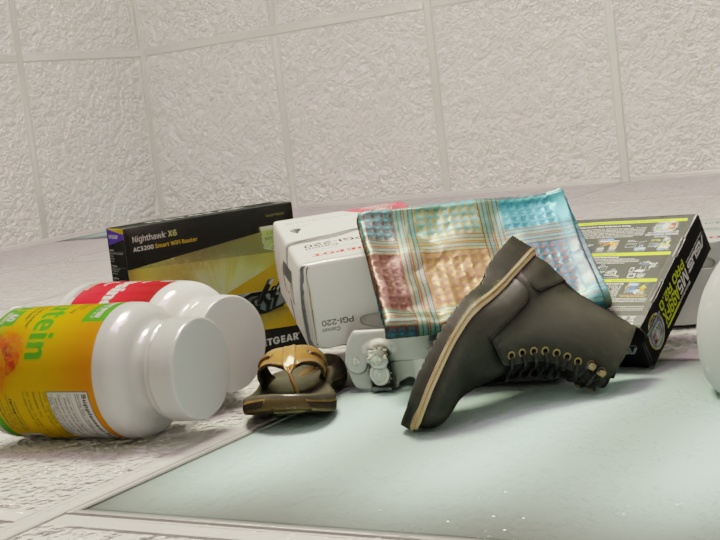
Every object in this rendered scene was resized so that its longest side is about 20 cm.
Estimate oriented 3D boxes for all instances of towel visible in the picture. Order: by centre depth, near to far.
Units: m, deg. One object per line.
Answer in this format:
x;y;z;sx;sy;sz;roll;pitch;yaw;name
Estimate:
0.105;-0.009;1.155;0.198;0.022;0.147;-6;47;-9;towel

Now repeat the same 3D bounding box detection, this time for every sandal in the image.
-0.052;0.087;1.141;0.081;0.055;0.200;-6;7;12;sandal

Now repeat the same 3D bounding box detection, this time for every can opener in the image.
0.080;0.071;1.150;0.198;0.053;0.066;-4;8;21;can opener

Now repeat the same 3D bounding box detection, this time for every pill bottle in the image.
-0.212;0.083;1.103;0.198;0.112;0.111;-3;7;28;pill bottle
-0.187;0.066;1.224;0.199;0.114;0.112;-1;9;40;pill bottle

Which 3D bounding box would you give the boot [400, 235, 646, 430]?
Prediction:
0.131;0.072;1.034;0.200;0.138;0.078;-51;-11;-33;boot

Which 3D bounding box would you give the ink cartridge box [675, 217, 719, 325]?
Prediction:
0.339;-0.001;1.355;0.144;0.084;0.200;-5;7;16;ink cartridge box

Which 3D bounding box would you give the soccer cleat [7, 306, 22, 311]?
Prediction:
-0.361;0.078;1.410;0.069;0.087;0.199;-10;7;-27;soccer cleat

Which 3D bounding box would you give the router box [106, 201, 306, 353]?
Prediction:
-0.159;0.018;1.402;0.198;0.159;0.052;-12;8;-30;router box

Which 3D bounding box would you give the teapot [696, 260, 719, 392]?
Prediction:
0.338;0.012;0.980;0.196;0.148;0.199;-11;9;-30;teapot

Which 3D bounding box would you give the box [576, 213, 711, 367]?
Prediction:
0.199;0.017;1.212;0.199;0.045;0.161;-2;38;38;box

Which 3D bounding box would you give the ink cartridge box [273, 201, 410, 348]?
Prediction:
0.000;0.000;1.275;0.144;0.086;0.200;-10;17;-9;ink cartridge box
